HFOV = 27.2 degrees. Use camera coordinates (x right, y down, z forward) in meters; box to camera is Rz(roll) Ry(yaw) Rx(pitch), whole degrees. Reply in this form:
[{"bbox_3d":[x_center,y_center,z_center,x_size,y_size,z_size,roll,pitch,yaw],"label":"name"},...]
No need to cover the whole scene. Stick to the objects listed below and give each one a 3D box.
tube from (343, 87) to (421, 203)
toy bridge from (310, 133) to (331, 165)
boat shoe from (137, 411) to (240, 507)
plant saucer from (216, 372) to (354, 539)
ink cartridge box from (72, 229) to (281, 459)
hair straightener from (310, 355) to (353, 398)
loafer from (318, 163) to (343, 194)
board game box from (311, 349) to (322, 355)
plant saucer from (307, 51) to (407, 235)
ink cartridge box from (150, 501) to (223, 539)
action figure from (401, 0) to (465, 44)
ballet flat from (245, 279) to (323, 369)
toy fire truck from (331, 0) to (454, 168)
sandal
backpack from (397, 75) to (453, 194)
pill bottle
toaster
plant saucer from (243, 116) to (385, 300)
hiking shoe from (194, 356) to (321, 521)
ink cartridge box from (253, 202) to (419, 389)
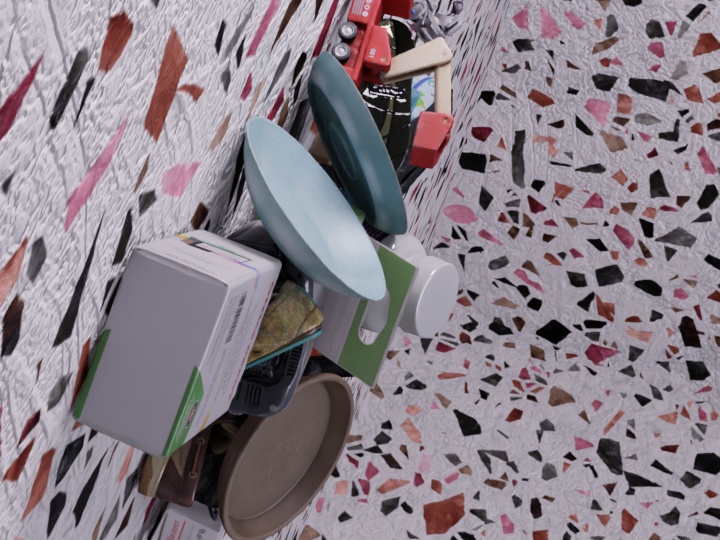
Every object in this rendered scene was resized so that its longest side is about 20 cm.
[{"bbox_3d":[0.005,-0.126,1.706,0.050,0.077,0.201,-33,144,-66],"label":"tube"},{"bbox_3d":[-0.034,-0.152,1.712,0.200,0.027,0.067,99,13,-60],"label":"toy bridge"},{"bbox_3d":[-0.156,0.161,1.516,0.200,0.072,0.072,-62,172,-48],"label":"boat shoe"},{"bbox_3d":[-0.081,0.191,1.542,0.200,0.029,0.201,-38,144,-34],"label":"plant saucer"},{"bbox_3d":[-0.142,0.052,1.201,0.200,0.084,0.145,-32,144,-80],"label":"ink cartridge box"},{"bbox_3d":[-0.072,0.106,1.666,0.041,0.199,0.077,52,52,-31],"label":"hair straightener"},{"bbox_3d":[-0.071,-0.028,1.703,0.070,0.068,0.202,31,-71,60],"label":"loafer"},{"bbox_3d":[-0.039,0.014,1.770,0.200,0.047,0.102,-95,-155,-49],"label":"board game box"},{"bbox_3d":[-0.008,-0.122,1.496,0.027,0.201,0.200,-25,164,-9],"label":"plant saucer"},{"bbox_3d":[-0.172,0.254,1.677,0.116,0.068,0.200,113,2,-56],"label":"ink cartridge box"},{"bbox_3d":[0.070,-0.332,1.672,0.200,0.069,0.130,-81,152,-54],"label":"action figure"},{"bbox_3d":[-0.129,0.073,1.338,0.199,0.071,0.071,-30,175,3],"label":"ballet flat"},{"bbox_3d":[0.042,-0.217,1.540,0.049,0.140,0.201,95,11,-71],"label":"toy fire truck"},{"bbox_3d":[0.019,-0.177,1.638,0.057,0.079,0.202,140,-35,-73],"label":"sandal"},{"bbox_3d":[0.042,-0.176,1.865,0.200,0.153,0.164,-35,148,-38],"label":"backpack"},{"bbox_3d":[0.000,0.000,1.578,0.112,0.199,0.113,-35,136,-43],"label":"pill bottle"},{"bbox_3d":[-0.095,0.033,1.431,0.129,0.113,0.201,-60,162,-73],"label":"toaster"},{"bbox_3d":[-0.052,-0.047,1.343,0.039,0.201,0.201,-34,-177,15],"label":"plant saucer"},{"bbox_3d":[-0.112,0.175,1.593,0.200,0.076,0.101,-42,129,-4],"label":"hiking shoe"},{"bbox_3d":[-0.030,0.006,1.503,0.048,0.200,0.146,-18,134,-55],"label":"ink cartridge box"}]
